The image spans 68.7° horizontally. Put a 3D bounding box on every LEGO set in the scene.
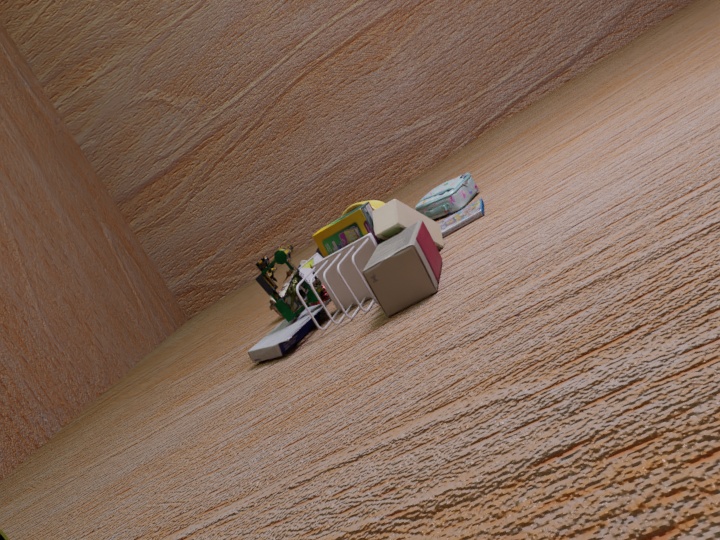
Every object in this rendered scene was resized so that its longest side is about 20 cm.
[{"bbox_3d":[-0.185,0.029,1.423,0.155,0.199,0.116,-48,2,18],"label":"LEGO set"}]

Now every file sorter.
[{"bbox_3d":[-0.034,0.035,1.256,0.196,0.141,0.125,-25,14,33],"label":"file sorter"}]

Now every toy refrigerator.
[{"bbox_3d":[0.119,-0.097,1.288,0.074,0.073,0.197,-23,-28,34],"label":"toy refrigerator"}]

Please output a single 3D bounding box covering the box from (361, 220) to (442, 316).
[{"bbox_3d":[0.096,-0.010,1.135,0.125,0.111,0.201,-27,11,20],"label":"box"}]

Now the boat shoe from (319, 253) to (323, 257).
[{"bbox_3d":[-0.064,-0.058,1.560,0.194,0.078,0.065,-16,-8,36],"label":"boat shoe"}]

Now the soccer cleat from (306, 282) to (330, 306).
[{"bbox_3d":[-0.083,0.041,1.582,0.199,0.070,0.085,-41,12,-23],"label":"soccer cleat"}]

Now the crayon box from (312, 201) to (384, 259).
[{"bbox_3d":[-0.004,-0.040,1.319,0.169,0.204,0.058,-23,11,36],"label":"crayon box"}]

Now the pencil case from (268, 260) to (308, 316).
[{"bbox_3d":[-0.227,0.061,1.783,0.088,0.078,0.202,4,50,54],"label":"pencil case"}]

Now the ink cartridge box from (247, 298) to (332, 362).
[{"bbox_3d":[-0.175,0.159,1.384,0.197,0.041,0.199,-22,14,46],"label":"ink cartridge box"}]

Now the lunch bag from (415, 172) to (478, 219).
[{"bbox_3d":[0.278,-0.234,1.708,0.160,0.079,0.197,-40,12,-37],"label":"lunch bag"}]

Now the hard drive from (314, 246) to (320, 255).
[{"bbox_3d":[-0.128,-0.042,1.837,0.041,0.139,0.201,7,-32,-15],"label":"hard drive"}]

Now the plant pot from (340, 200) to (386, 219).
[{"bbox_3d":[0.065,-0.093,1.436,0.197,0.208,0.186,-22,-2,44],"label":"plant pot"}]

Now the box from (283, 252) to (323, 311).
[{"bbox_3d":[-0.172,0.053,1.595,0.117,0.060,0.202,-44,-9,-43],"label":"box"}]

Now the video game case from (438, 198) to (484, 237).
[{"bbox_3d":[0.255,-0.131,1.473,0.196,0.018,0.144,-30,11,21],"label":"video game case"}]

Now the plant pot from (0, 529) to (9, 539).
[{"bbox_3d":[-0.676,0.521,0.887,0.199,0.203,0.192,-37,0,-31],"label":"plant pot"}]
